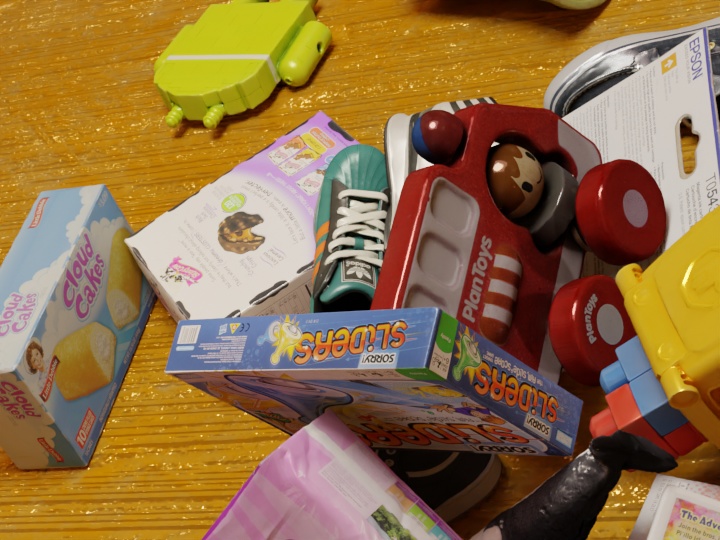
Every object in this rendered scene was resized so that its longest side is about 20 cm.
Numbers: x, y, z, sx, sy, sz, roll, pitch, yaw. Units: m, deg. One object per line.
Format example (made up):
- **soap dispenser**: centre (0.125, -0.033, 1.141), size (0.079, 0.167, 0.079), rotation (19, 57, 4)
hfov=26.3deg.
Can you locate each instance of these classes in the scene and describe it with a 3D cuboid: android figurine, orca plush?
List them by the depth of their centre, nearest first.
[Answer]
- **orca plush**: centre (0.108, 0.170, 0.884), size (0.200, 0.105, 0.071), rotation (-42, 70, 26)
- **android figurine**: centre (-0.119, -0.206, 1.483), size (0.181, 0.041, 0.201), rotation (3, 47, 31)

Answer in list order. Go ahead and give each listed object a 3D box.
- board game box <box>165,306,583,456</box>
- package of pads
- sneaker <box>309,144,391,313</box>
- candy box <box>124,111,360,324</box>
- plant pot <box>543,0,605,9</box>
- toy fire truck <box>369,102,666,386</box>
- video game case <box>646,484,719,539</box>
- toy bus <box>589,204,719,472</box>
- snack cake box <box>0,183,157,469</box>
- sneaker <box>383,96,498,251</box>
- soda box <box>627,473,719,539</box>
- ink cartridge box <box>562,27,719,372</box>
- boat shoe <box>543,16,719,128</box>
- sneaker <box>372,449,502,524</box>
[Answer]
- **board game box**: centre (0.005, 0.064, 0.865), size (0.199, 0.135, 0.035), rotation (-5, 63, 43)
- **package of pads**: centre (0.009, 0.188, 0.843), size (0.200, 0.121, 0.076), rotation (43, 30, 10)
- **sneaker**: centre (0.000, 0.000, 1.097), size (0.071, 0.080, 0.202), rotation (5, 76, -6)
- **candy box**: centre (-0.063, -0.017, 1.220), size (0.199, 0.072, 0.168), rotation (-33, 40, -10)
- **plant pot**: centre (0.117, -0.322, 1.388), size (0.183, 0.201, 0.201), rotation (-2, 43, 44)
- **toy fire truck**: centre (0.091, -0.018, 0.961), size (0.112, 0.167, 0.201), rotation (-14, 53, 48)
- **video game case**: centre (0.224, 0.220, 0.781), size (0.199, 0.024, 0.183), rotation (19, 55, 13)
- **toy bus**: centre (0.234, 0.060, 0.902), size (0.192, 0.200, 0.136), rotation (-37, 42, 18)
- **snack cake box**: centre (-0.235, 0.042, 1.213), size (0.067, 0.115, 0.201), rotation (-5, 44, 23)
- **sneaker**: centre (0.081, -0.037, 1.085), size (0.115, 0.076, 0.202), rotation (-17, 63, 24)
- **soda box**: centre (0.166, 0.212, 0.850), size (0.068, 0.064, 0.201), rotation (7, 49, 34)
- **ink cartridge box**: centre (0.177, -0.042, 1.063), size (0.199, 0.043, 0.198), rotation (-30, 40, 36)
- **boat shoe**: centre (0.242, -0.140, 1.187), size (0.199, 0.071, 0.091), rotation (-19, 35, 6)
- **sneaker**: centre (-0.007, 0.143, 0.983), size (0.199, 0.109, 0.070), rotation (-35, 39, -11)
